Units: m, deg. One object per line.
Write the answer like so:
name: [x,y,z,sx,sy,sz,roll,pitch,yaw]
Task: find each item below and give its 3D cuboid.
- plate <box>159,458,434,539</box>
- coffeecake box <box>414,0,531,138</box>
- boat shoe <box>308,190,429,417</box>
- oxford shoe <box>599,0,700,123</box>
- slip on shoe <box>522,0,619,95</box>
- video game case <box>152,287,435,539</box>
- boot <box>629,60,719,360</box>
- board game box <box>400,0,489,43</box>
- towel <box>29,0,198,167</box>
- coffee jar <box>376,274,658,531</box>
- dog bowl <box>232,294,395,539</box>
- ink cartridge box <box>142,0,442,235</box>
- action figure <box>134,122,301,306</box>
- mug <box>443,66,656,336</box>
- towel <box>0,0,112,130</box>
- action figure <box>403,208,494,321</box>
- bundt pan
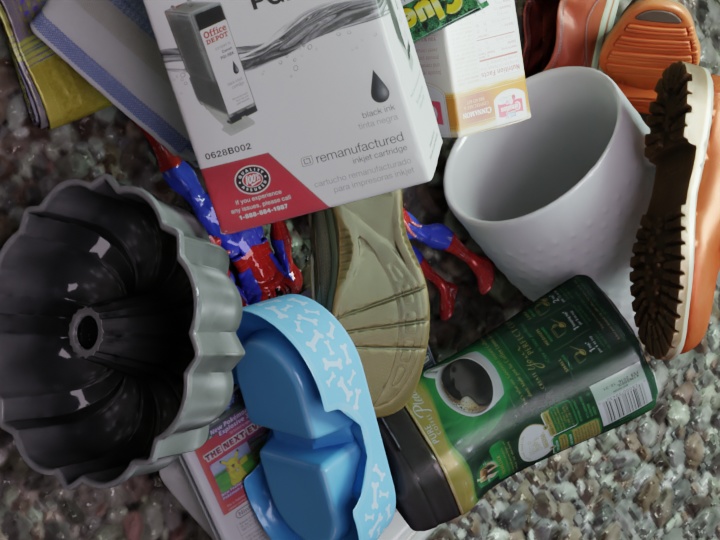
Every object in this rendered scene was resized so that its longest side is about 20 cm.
plate: [-0.017,0.147,1.589,0.200,0.032,0.200,-44,113,-17]
coffeecake box: [0.028,-0.194,1.503,0.073,0.153,0.201,-17,103,-38]
boat shoe: [-0.002,0.000,1.488,0.073,0.063,0.202,-9,86,-21]
oxford shoe: [0.212,-0.173,1.606,0.071,0.200,0.073,8,75,4]
slip on shoe: [0.154,-0.218,1.623,0.061,0.074,0.201,6,97,-25]
video game case: [-0.031,0.109,1.534,0.199,0.023,0.183,-32,117,-21]
boot: [0.244,-0.032,1.480,0.107,0.075,0.201,14,81,-20]
board game box: [-0.025,-0.176,1.440,0.105,0.199,0.023,65,23,-3]
towel: [-0.103,-0.181,1.420,0.147,0.024,0.200,39,110,-10]
coffee jar: [0.097,0.093,1.510,0.199,0.104,0.086,-28,139,-5]
dog bowl: [-0.035,0.106,1.456,0.049,0.111,0.201,-32,118,-35]
ink cartridge box: [-0.047,-0.142,1.372,0.146,0.083,0.201,-14,109,12]
action figure: [-0.086,-0.029,1.519,0.065,0.052,0.201,-37,113,-25]
mug: [0.187,-0.043,1.588,0.175,0.199,0.148,49,38,-36]
towel: [-0.158,-0.192,1.485,0.199,0.023,0.144,-25,105,-24]
action figure: [0.009,-0.036,1.566,0.200,0.065,0.052,38,41,-25]
bundt pan: [-0.151,0.041,1.422,0.076,0.201,0.203,4,93,-50]
